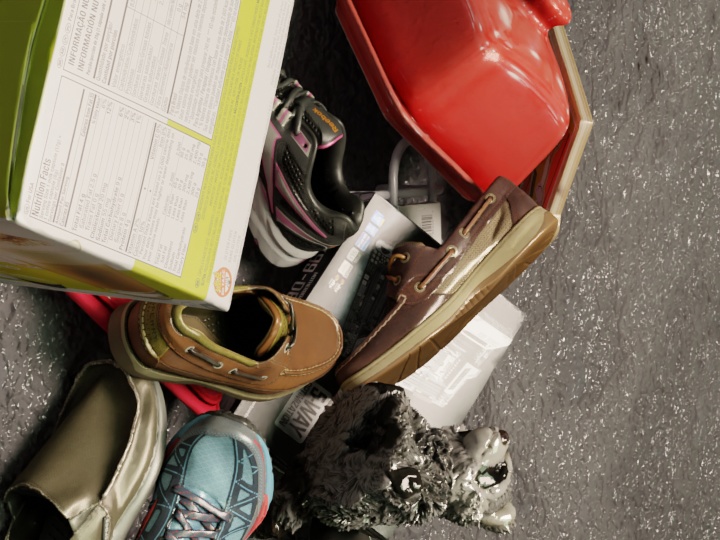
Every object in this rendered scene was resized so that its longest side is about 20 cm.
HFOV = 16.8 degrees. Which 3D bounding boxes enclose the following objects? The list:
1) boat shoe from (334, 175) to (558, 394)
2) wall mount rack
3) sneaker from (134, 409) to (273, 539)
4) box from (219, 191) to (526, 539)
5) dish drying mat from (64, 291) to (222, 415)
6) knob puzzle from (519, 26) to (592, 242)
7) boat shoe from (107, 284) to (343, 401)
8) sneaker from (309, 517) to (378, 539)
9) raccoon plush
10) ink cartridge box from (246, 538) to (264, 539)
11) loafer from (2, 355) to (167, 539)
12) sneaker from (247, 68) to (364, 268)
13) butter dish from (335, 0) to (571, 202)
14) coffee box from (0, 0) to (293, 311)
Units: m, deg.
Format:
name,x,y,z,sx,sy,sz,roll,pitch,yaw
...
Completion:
name,x,y,z,sx,sy,sz,roll,pitch,yaw
boat shoe,0.048,0.010,1.723,0.200,0.072,0.072,-42,168,-10
wall mount rack,0.000,0.000,1.819,0.174,0.074,0.201,-7,97,-56
sneaker,-0.114,0.188,1.589,0.096,0.079,0.200,-81,-166,-72
box,0.005,0.069,1.760,0.158,0.050,0.200,39,75,-21
dish drying mat,-0.150,0.025,1.633,0.200,0.018,0.077,48,26,-42
knob puzzle,0.125,-0.094,1.927,0.030,0.220,0.220,5,88,-14
boat shoe,-0.072,0.046,1.622,0.200,0.068,0.072,-1,75,-49
sneaker,-0.004,0.276,1.812,0.091,0.076,0.200,-55,129,-66
raccoon plush,0.013,0.151,1.701,0.134,0.200,0.097,33,48,-42
ink cartridge box,-0.044,0.248,1.707,0.076,0.147,0.200,-44,126,-43
loafer,-0.184,0.143,1.571,0.070,0.075,0.201,38,62,-51
sneaker,-0.053,-0.104,1.706,0.080,0.086,0.200,-44,114,-46
butter dish,0.089,-0.162,1.805,0.199,0.148,0.200,43,18,-47
coffee box,-0.189,-0.102,1.441,0.198,0.199,0.201,24,75,-52
